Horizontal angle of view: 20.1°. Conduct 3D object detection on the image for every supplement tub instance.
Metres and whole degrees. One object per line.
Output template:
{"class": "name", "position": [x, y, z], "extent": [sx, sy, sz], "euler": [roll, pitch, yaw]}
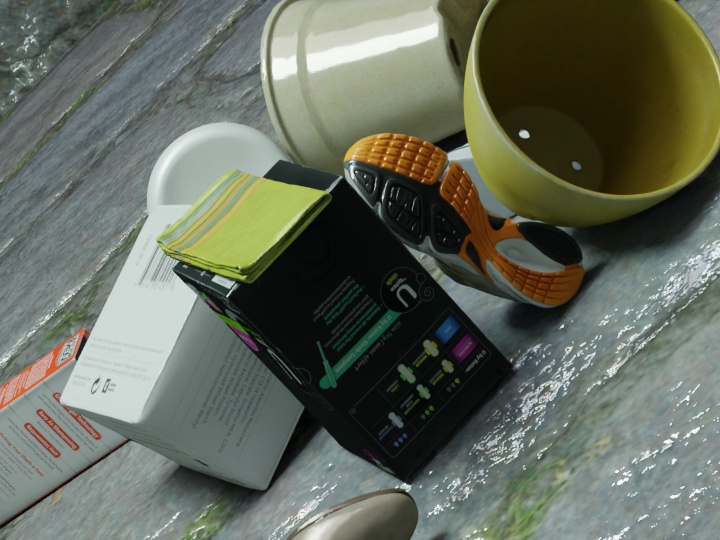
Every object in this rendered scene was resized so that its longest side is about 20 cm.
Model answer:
{"class": "supplement tub", "position": [-0.133, -0.065, 1.970], "extent": [0.145, 0.145, 0.200], "euler": [-43, 3, -4]}

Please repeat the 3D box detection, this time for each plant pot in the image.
{"class": "plant pot", "position": [0.037, -0.188, 1.923], "extent": [0.183, 0.201, 0.201], "euler": [-13, 32, 32]}
{"class": "plant pot", "position": [0.159, -0.111, 1.543], "extent": [0.200, 0.200, 0.142], "euler": [-54, -2, -30]}

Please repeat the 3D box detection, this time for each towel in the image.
{"class": "towel", "position": [-0.088, -0.036, 1.461], "extent": [0.086, 0.018, 0.200], "euler": [-48, 21, -10]}

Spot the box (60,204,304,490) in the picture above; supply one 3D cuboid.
{"class": "box", "position": [-0.127, 0.059, 1.696], "extent": [0.199, 0.131, 0.200], "euler": [3, 66, 64]}

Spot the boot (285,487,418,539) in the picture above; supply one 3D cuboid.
{"class": "boot", "position": [-0.030, 0.242, 1.318], "extent": [0.200, 0.070, 0.146], "euler": [-40, 26, 8]}

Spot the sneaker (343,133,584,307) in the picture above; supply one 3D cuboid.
{"class": "sneaker", "position": [0.064, -0.028, 1.513], "extent": [0.076, 0.200, 0.092], "euler": [-62, 16, -18]}

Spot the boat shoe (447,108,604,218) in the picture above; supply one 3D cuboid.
{"class": "boat shoe", "position": [0.132, -0.098, 1.700], "extent": [0.200, 0.072, 0.066], "euler": [-28, 20, 32]}

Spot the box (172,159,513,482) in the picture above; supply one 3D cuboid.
{"class": "box", "position": [-0.014, 0.035, 1.501], "extent": [0.124, 0.200, 0.149], "euler": [-46, 21, -9]}

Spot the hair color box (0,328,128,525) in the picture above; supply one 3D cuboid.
{"class": "hair color box", "position": [-0.310, 0.154, 1.956], "extent": [0.200, 0.102, 0.061], "euler": [-33, 22, 21]}
